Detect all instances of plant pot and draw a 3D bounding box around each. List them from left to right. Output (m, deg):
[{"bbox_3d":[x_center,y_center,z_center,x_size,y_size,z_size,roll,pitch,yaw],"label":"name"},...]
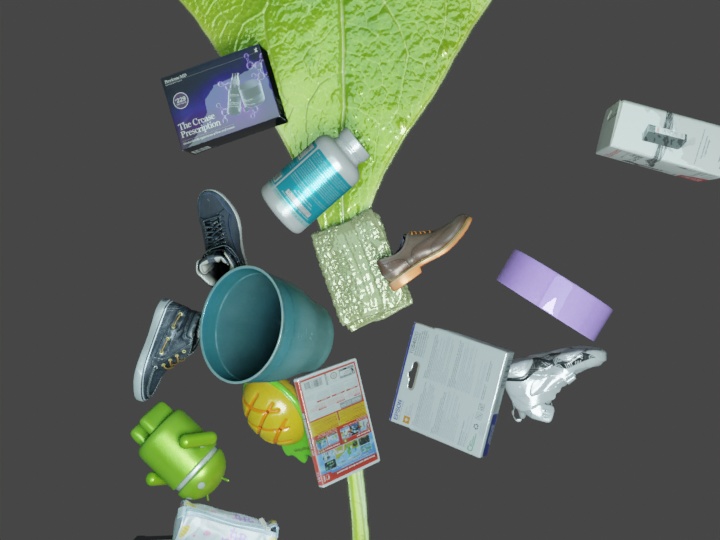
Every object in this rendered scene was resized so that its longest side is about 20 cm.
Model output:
[{"bbox_3d":[-0.153,0.107,1.522,0.198,0.187,0.204,-9,75,35],"label":"plant pot"}]

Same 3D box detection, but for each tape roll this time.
[{"bbox_3d":[0.337,0.042,1.479,0.198,0.200,0.066,32,94,4],"label":"tape roll"}]

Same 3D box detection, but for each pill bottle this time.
[{"bbox_3d":[-0.078,-0.171,1.557,0.199,0.111,0.111,-40,88,7],"label":"pill bottle"}]

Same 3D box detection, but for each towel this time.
[{"bbox_3d":[0.000,0.000,1.595,0.146,0.036,0.203,-22,91,7],"label":"towel"}]

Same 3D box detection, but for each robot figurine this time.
[{"bbox_3d":[-0.337,0.346,1.605,0.200,0.116,0.176,44,123,1],"label":"robot figurine"}]

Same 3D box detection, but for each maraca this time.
[{"bbox_3d":[-0.146,0.277,1.587,0.136,0.107,0.201,-23,106,47],"label":"maraca"}]

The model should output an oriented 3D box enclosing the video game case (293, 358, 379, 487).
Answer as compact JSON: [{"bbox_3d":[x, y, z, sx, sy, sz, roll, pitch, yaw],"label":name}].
[{"bbox_3d":[-0.042,0.279,1.574,0.017,0.142,0.203,-12,92,51],"label":"video game case"}]

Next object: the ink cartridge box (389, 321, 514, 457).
[{"bbox_3d":[0.166,0.216,1.570,0.198,0.040,0.203,18,95,30],"label":"ink cartridge box"}]

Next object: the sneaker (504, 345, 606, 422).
[{"bbox_3d":[0.357,0.207,1.550,0.197,0.075,0.117,-13,92,11],"label":"sneaker"}]

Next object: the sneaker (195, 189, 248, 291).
[{"bbox_3d":[-0.265,-0.056,1.566,0.076,0.146,0.205,-19,89,8],"label":"sneaker"}]

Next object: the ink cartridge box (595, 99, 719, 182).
[{"bbox_3d":[0.523,-0.223,1.475,0.197,0.144,0.085,17,94,5],"label":"ink cartridge box"}]

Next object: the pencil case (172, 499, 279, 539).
[{"bbox_3d":[-0.252,0.489,1.588,0.197,0.091,0.084,17,57,-14],"label":"pencil case"}]

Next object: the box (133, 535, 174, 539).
[{"bbox_3d":[-0.368,0.621,1.625,0.146,0.107,0.204,-3,92,6],"label":"box"}]

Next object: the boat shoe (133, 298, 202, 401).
[{"bbox_3d":[-0.366,0.162,1.621,0.090,0.071,0.203,17,92,9],"label":"boat shoe"}]

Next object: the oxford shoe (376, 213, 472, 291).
[{"bbox_3d":[0.118,-0.050,1.549,0.199,0.071,0.073,-38,91,-11],"label":"oxford shoe"}]

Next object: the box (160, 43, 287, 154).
[{"bbox_3d":[-0.253,-0.318,1.587,0.197,0.079,0.143,-18,88,6],"label":"box"}]
